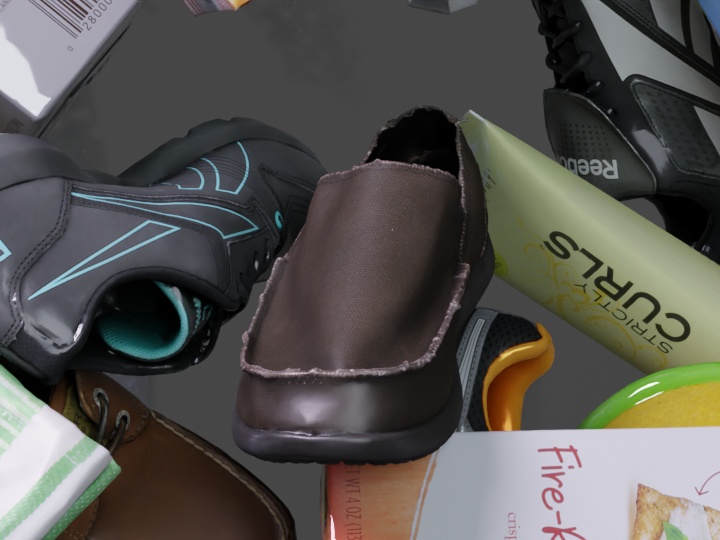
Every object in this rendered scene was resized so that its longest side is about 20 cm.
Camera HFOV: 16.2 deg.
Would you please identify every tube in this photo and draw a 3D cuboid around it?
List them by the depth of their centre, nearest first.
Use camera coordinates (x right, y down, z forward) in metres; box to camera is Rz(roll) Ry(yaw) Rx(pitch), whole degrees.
[{"bbox_3d":[0.103,0.010,0.939,0.200,0.052,0.058,33,107,-13],"label":"tube"}]

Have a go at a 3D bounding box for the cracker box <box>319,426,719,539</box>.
[{"bbox_3d":[0.088,0.120,0.798,0.199,0.058,0.134,-1,68,-3],"label":"cracker box"}]

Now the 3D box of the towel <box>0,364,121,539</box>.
[{"bbox_3d":[-0.193,0.054,0.767,0.200,0.023,0.153,34,66,21],"label":"towel"}]

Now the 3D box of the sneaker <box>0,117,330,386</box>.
[{"bbox_3d":[-0.066,0.001,0.842,0.079,0.075,0.200,45,30,24],"label":"sneaker"}]

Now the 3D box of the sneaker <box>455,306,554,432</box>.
[{"bbox_3d":[0.029,0.102,0.868,0.077,0.078,0.201,-5,75,14],"label":"sneaker"}]

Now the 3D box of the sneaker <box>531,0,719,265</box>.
[{"bbox_3d":[0.098,-0.072,0.939,0.091,0.066,0.200,-50,117,-14],"label":"sneaker"}]

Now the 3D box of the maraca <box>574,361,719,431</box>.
[{"bbox_3d":[0.159,0.111,0.900,0.200,0.107,0.137,25,107,-3],"label":"maraca"}]

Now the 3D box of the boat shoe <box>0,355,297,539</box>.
[{"bbox_3d":[-0.107,0.063,0.849,0.200,0.068,0.072,24,69,-12],"label":"boat shoe"}]

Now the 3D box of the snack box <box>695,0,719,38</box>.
[{"bbox_3d":[0.195,-0.110,0.943,0.169,0.068,0.200,57,30,-2],"label":"snack box"}]

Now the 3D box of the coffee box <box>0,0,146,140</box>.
[{"bbox_3d":[-0.173,-0.124,0.852,0.200,0.114,0.080,39,69,-5],"label":"coffee box"}]

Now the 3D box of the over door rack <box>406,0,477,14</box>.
[{"bbox_3d":[0.051,-0.210,0.985,0.147,0.067,0.201,-21,97,-22],"label":"over door rack"}]

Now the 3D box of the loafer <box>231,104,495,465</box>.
[{"bbox_3d":[0.000,0.000,0.824,0.073,0.200,0.072,0,113,9],"label":"loafer"}]

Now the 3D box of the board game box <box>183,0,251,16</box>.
[{"bbox_3d":[0.018,-0.162,0.856,0.200,0.151,0.046,-37,99,-4],"label":"board game box"}]
